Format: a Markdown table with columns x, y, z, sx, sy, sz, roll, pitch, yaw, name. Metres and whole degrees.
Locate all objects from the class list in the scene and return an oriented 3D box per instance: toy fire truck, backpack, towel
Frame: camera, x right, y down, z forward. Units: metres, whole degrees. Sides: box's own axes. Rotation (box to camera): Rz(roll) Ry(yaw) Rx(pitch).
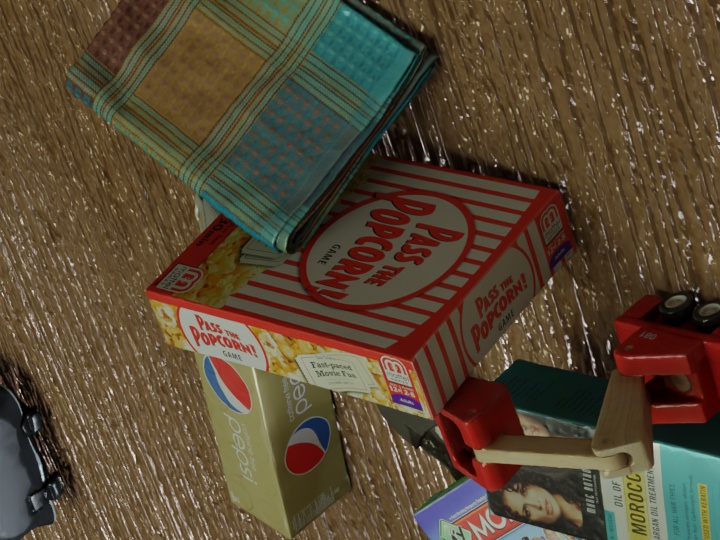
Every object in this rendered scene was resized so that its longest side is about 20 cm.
| x | y | z | sx | sy | sz | roll | pitch | yaw | name |
| --- | --- | --- | --- | --- | --- | --- | --- | --- | --- |
| 0.148 | 0.071 | 1.264 | 0.199 | 0.141 | 0.049 | 13 | 132 | 50 | toy fire truck |
| -0.381 | 0.163 | 2.122 | 0.200 | 0.150 | 0.178 | 27 | 141 | 47 | backpack |
| -0.069 | -0.116 | 1.393 | 0.200 | 0.147 | 0.022 | 37 | -179 | 28 | towel |

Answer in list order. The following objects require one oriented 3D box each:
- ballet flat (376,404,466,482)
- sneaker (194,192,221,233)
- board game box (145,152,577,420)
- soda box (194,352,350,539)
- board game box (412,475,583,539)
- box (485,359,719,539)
| x | y | z | sx | sy | sz | roll | pitch | yaw | name |
| --- | --- | --- | --- | --- | --- | --- | --- | --- | --- |
| 0.087 | 0.133 | 1.528 | 0.200 | 0.046 | 0.067 | 48 | 135 | -1 | ballet flat |
| -0.082 | -0.062 | 1.505 | 0.200 | 0.092 | 0.076 | 43 | 149 | 18 | sneaker |
| 0.000 | 0.000 | 1.365 | 0.199 | 0.152 | 0.046 | 13 | 137 | 37 | board game box |
| -0.065 | 0.088 | 1.671 | 0.068 | 0.064 | 0.201 | 27 | 141 | 38 | soda box |
| 0.134 | 0.160 | 1.449 | 0.135 | 0.029 | 0.200 | 52 | 137 | 0 | board game box |
| 0.161 | 0.114 | 1.339 | 0.199 | 0.049 | 0.083 | 11 | 123 | 36 | box |
